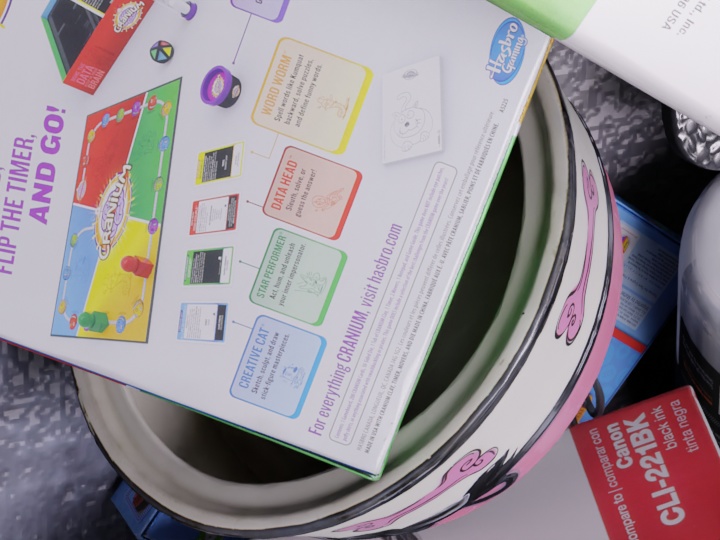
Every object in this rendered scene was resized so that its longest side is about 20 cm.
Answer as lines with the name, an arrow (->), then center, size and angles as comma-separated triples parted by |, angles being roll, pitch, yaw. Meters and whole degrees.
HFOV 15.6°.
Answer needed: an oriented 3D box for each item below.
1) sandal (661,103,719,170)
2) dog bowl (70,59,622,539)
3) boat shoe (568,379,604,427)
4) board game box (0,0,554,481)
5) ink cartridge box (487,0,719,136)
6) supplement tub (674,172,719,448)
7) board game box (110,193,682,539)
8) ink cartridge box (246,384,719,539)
sandal -> 0.154, -0.132, 0.968 | 0.075, 0.045, 0.200 | 16, 88, -28
dog bowl -> 0.000, 0.000, 0.876 | 0.200, 0.200, 0.074 | -52, 141, 5
boat shoe -> 0.055, 0.071, 0.965 | 0.065, 0.074, 0.202 | -21, 127, -24
board game box -> -0.060, -0.045, 0.757 | 0.200, 0.040, 0.153 | 21, 106, -3
ink cartridge box -> 0.115, -0.109, 0.683 | 0.200, 0.084, 0.146 | 27, 101, -30
supplement tub -> 0.182, 0.053, 1.014 | 0.122, 0.123, 0.200 | -24, 141, -15
board game box -> 0.021, 0.041, 0.996 | 0.151, 0.037, 0.200 | 30, 97, -36
ink cartridge box -> 0.047, 0.145, 0.915 | 0.200, 0.084, 0.144 | -20, 130, 2
